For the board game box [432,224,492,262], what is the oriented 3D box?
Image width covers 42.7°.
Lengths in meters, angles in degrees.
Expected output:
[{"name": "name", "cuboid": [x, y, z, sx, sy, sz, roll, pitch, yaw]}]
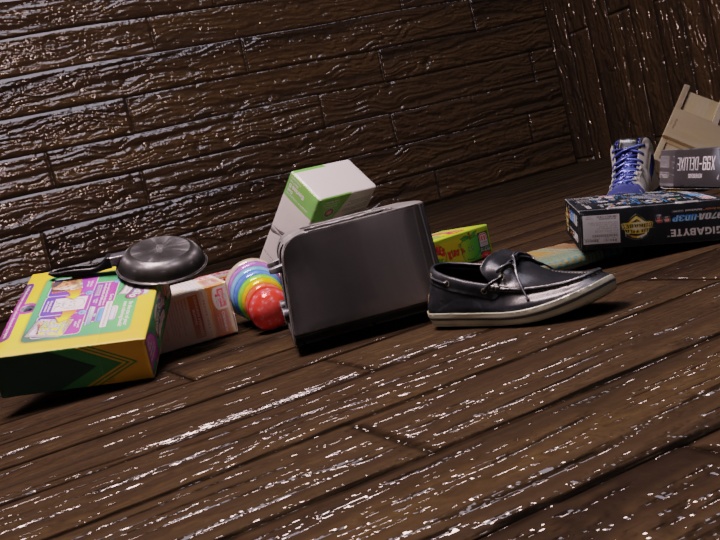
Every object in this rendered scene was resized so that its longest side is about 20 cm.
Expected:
[{"name": "board game box", "cuboid": [0.087, -0.018, 1.339, 0.198, 0.048, 0.101, -19, 7, -37]}]

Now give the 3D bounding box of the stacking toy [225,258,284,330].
[{"name": "stacking toy", "cuboid": [-0.133, 0.035, 1.230, 0.084, 0.087, 0.200, -15, 9, -11]}]

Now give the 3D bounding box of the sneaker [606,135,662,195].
[{"name": "sneaker", "cuboid": [0.413, -0.146, 1.430, 0.079, 0.117, 0.199, -11, 6, 33]}]

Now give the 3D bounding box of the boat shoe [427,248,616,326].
[{"name": "boat shoe", "cuboid": [0.137, 0.012, 0.835, 0.074, 0.063, 0.198, -16, 7, -44]}]

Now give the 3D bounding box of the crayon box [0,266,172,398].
[{"name": "crayon box", "cuboid": [-0.321, 0.063, 1.092, 0.169, 0.059, 0.201, -6, 27, -2]}]

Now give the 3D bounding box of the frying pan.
[{"name": "frying pan", "cuboid": [-0.282, -0.018, 1.152, 0.186, 0.031, 0.115, 7, 28, 16]}]

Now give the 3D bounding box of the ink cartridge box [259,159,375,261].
[{"name": "ink cartridge box", "cuboid": [-0.077, -0.080, 1.606, 0.144, 0.084, 0.202, -19, -36, -45]}]

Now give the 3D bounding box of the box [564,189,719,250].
[{"name": "box", "cuboid": [0.323, -0.062, 1.068, 0.156, 0.047, 0.200, -4, 7, 9]}]

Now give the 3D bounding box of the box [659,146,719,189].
[{"name": "box", "cuboid": [0.485, -0.123, 1.098, 0.196, 0.051, 0.157, -3, 6, -17]}]

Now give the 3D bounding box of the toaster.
[{"name": "toaster", "cuboid": [0.000, 0.000, 1.010, 0.196, 0.121, 0.181, -14, 6, -5]}]

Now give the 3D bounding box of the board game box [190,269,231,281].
[{"name": "board game box", "cuboid": [-0.263, 0.031, 1.749, 0.149, 0.047, 0.200, -13, 5, 8]}]

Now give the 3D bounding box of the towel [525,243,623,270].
[{"name": "towel", "cuboid": [0.185, -0.001, 1.070, 0.196, 0.022, 0.146, -14, 6, -14]}]

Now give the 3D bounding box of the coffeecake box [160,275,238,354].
[{"name": "coffeecake box", "cuboid": [-0.281, 0.069, 1.261, 0.197, 0.074, 0.153, -16, 7, -16]}]

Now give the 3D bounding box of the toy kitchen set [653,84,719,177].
[{"name": "toy kitchen set", "cuboid": [0.591, -0.174, 1.611, 0.161, 0.182, 0.201, 25, 57, 14]}]
